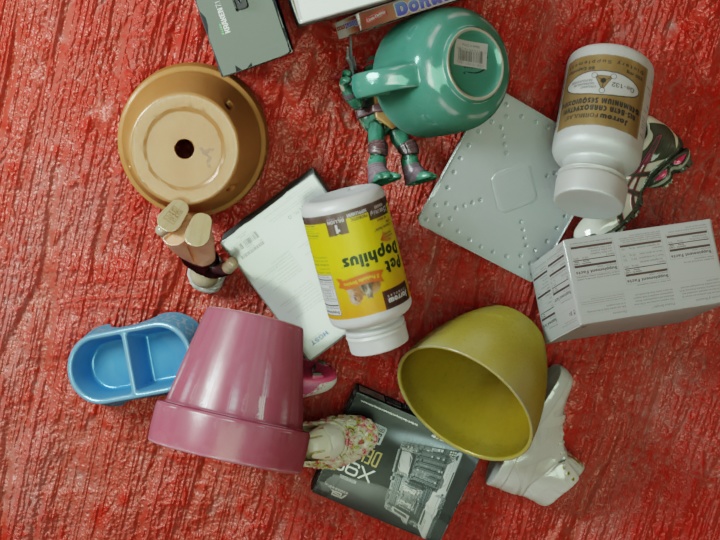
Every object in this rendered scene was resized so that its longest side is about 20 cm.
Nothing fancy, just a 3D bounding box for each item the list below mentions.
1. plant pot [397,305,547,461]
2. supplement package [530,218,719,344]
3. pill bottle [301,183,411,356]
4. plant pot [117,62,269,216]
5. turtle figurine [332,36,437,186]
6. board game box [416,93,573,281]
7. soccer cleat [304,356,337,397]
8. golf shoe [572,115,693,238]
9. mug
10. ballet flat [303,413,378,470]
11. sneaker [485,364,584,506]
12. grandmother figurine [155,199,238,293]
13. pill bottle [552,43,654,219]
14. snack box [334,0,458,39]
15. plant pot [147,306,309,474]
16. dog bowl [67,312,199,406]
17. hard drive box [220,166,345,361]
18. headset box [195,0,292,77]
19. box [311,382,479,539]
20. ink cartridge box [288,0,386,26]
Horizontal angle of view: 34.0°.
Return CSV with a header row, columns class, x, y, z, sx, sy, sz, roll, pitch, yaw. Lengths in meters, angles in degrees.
class,x,y,z,sx,sy,sz,roll,pitch,yaw
plant pot,0.169,0.131,1.558,0.200,0.200,0.142,49,54,-10
supplement package,0.342,0.017,1.525,0.198,0.156,0.112,-8,79,-9
pill bottle,0.000,0.000,1.477,0.108,0.109,0.202,-15,101,0
plant pot,-0.218,-0.162,1.496,0.198,0.140,0.202,0,100,-2
turtle figurine,0.037,-0.211,1.520,0.148,0.101,0.202,-8,84,-20
board game box,0.199,-0.112,1.561,0.199,0.026,0.201,25,99,-23
soccer cleat,-0.130,0.162,1.606,0.198,0.070,0.087,2,110,3
golf shoe,0.345,-0.115,1.568,0.200,0.077,0.088,-45,100,-3
mug,0.098,-0.233,1.436,0.185,0.114,0.152,-50,113,-23
ballet flat,-0.074,0.237,1.585,0.198,0.064,0.076,-13,83,22
sneaker,0.268,0.233,1.636,0.115,0.074,0.201,25,109,-9
grandmother figurine,-0.211,-0.023,1.506,0.121,0.200,0.061,37,74,16
pill bottle,0.303,-0.174,1.493,0.113,0.114,0.202,15,71,-6
snack box,0.069,-0.333,1.476,0.199,0.072,0.025,-22,101,-21
plant pot,-0.152,0.147,1.481,0.198,0.200,0.181,12,83,-5
dog bowl,-0.299,0.121,1.567,0.198,0.050,0.113,-11,89,12
hard drive box,-0.065,-0.009,1.565,0.155,0.077,0.201,-35,101,4
headset box,-0.152,-0.335,1.435,0.092,0.200,0.176,-19,101,1
box,0.051,0.268,1.638,0.199,0.050,0.159,24,99,-7
ink cartridge box,-0.021,-0.356,1.436,0.145,0.200,0.085,-16,101,0
